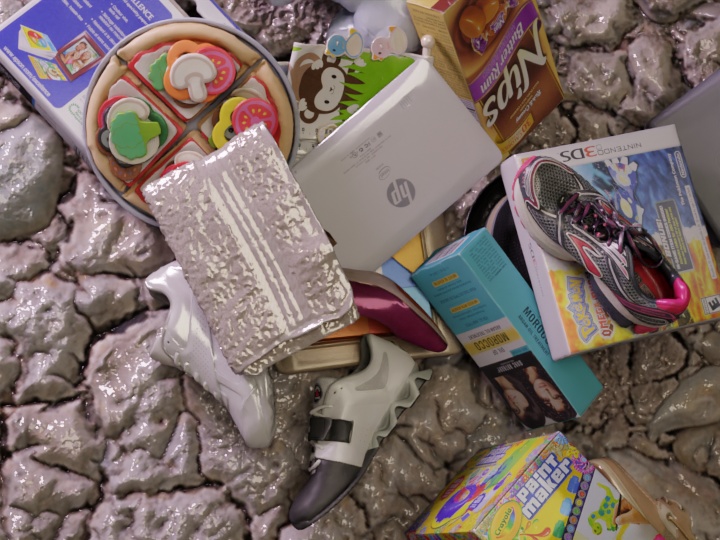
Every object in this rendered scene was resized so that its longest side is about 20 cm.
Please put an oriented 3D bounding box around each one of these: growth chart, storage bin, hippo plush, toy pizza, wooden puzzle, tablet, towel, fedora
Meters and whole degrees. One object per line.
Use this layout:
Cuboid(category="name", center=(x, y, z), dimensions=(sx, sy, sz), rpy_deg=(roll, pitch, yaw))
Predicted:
Cuboid(category="growth chart", center=(-0.023, -0.155, 1.233), dimensions=(0.199, 0.018, 0.145), rpy_deg=(-8, 112, -13))
Cuboid(category="storage bin", center=(0.398, -0.123, 1.384), dimensions=(0.134, 0.146, 0.200), rpy_deg=(-31, 87, 8))
Cuboid(category="hippo plush", center=(0.011, -0.293, 1.292), dimensions=(0.161, 0.200, 0.159), rpy_deg=(48, 52, -20))
Cuboid(category="toy pizza", center=(-0.155, -0.129, 1.188), dimensions=(0.200, 0.032, 0.201), rpy_deg=(-1, 108, -2))
Cuboid(category="wooden puzzle", center=(0.000, 0.000, 1.285), dimensions=(0.199, 0.037, 0.186), rpy_deg=(-5, 79, -17))
Cuboid(category="tablet", center=(0.025, -0.091, 1.242), dimensions=(0.200, 0.014, 0.130), rpy_deg=(-40, 105, 2))
Cuboid(category="towel", center=(-0.097, -0.016, 1.163), dimensions=(0.132, 0.034, 0.200), rpy_deg=(-28, 89, 0))
Cuboid(category="fedora", center=(0.202, -0.019, 1.315), dimensions=(0.200, 0.092, 0.201), rpy_deg=(4, 77, -16))

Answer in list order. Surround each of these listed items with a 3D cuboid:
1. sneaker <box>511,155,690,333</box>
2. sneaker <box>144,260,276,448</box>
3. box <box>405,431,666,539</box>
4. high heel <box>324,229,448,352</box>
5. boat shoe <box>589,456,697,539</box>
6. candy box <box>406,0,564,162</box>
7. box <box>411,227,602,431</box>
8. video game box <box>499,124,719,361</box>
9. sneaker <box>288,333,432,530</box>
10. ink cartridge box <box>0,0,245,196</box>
Cuboid(category="sneaker", center=(0.224, -0.032, 1.189), dimensions=(0.200, 0.075, 0.081), rpy_deg=(44, 71, -2))
Cuboid(category="sneaker", center=(-0.143, 0.080, 1.216), dimensions=(0.099, 0.078, 0.200), rpy_deg=(-21, 79, -9))
Cuboid(category="box", center=(0.172, 0.262, 1.189), dimensions=(0.193, 0.200, 0.122), rpy_deg=(46, 71, -1))
Cuboid(category="high heel", center=(-0.013, 0.039, 1.231), dimensions=(0.200, 0.067, 0.096), rpy_deg=(38, 96, -14))
Cuboid(category="boat shoe", center=(0.293, 0.259, 1.298), dimensions=(0.064, 0.071, 0.200), rpy_deg=(-40, 99, -26))
Cuboid(category="candy box", center=(0.129, -0.217, 1.298), dimensions=(0.117, 0.056, 0.200), rpy_deg=(-46, 137, -20))
Cuboid(category="box", center=(0.142, 0.060, 1.268), dimensions=(0.200, 0.082, 0.049), rpy_deg=(53, 53, -8))
Cuboid(category="video game box", center=(0.246, -0.030, 1.258), dimensions=(0.182, 0.047, 0.201), rpy_deg=(-13, 82, -16))
Cuboid(category="sneaker", center=(-0.023, 0.147, 1.225), dimensions=(0.088, 0.074, 0.200), rpy_deg=(39, 67, -9))
Cuboid(category="ink cartridge box", center=(-0.224, -0.205, 1.265), dimensions=(0.200, 0.047, 0.198), rpy_deg=(-43, 90, -21))
